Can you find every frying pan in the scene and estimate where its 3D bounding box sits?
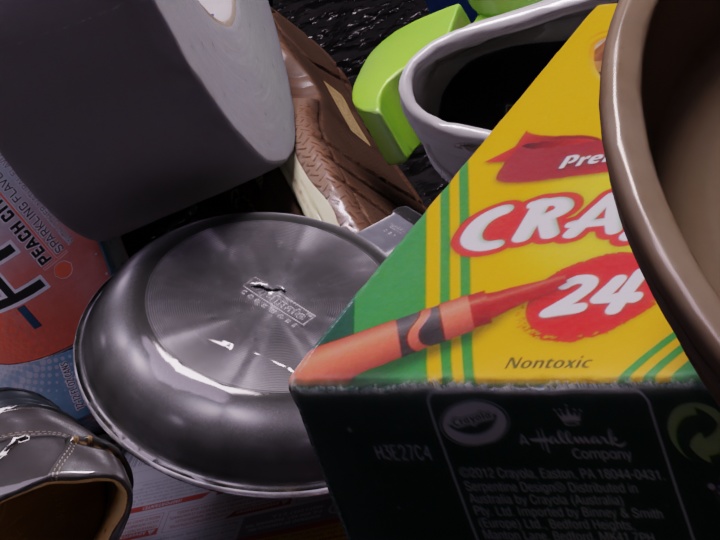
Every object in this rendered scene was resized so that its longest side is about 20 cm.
[{"bbox_3d":[0.006,0.011,0.782,0.189,0.031,0.115,-16,46,-22],"label":"frying pan"}]

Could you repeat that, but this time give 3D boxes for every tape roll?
[{"bbox_3d":[-0.090,-0.114,0.828,0.066,0.201,0.201,-22,26,9],"label":"tape roll"}]

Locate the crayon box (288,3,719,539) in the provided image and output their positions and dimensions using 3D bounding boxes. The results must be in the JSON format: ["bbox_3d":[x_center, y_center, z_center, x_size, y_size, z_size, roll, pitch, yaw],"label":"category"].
[{"bbox_3d":[0.086,-0.013,0.587,0.126,0.051,0.200,-3,31,34],"label":"crayon box"}]

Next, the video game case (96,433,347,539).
[{"bbox_3d":[-0.045,0.098,0.760,0.142,0.018,0.200,-14,27,20],"label":"video game case"}]

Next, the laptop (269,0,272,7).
[{"bbox_3d":[-0.137,-0.074,1.047,0.187,0.116,0.200,-36,29,-25],"label":"laptop"}]

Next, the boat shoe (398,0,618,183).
[{"bbox_3d":[0.108,-0.052,0.765,0.199,0.074,0.065,-10,-16,18],"label":"boat shoe"}]

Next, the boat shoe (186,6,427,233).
[{"bbox_3d":[-0.025,-0.020,0.924,0.075,0.075,0.203,-46,26,12],"label":"boat shoe"}]

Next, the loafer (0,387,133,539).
[{"bbox_3d":[-0.143,0.112,0.727,0.200,0.073,0.072,-49,23,-16],"label":"loafer"}]

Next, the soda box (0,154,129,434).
[{"bbox_3d":[-0.126,-0.039,0.870,0.063,0.201,0.068,-22,-5,1],"label":"soda box"}]

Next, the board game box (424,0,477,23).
[{"bbox_3d":[0.138,-0.158,1.052,0.200,0.045,0.152,-36,29,-24],"label":"board game box"}]

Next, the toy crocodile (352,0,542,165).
[{"bbox_3d":[0.093,-0.073,0.840,0.199,0.068,0.062,-4,32,23],"label":"toy crocodile"}]

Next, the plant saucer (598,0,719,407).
[{"bbox_3d":[0.135,-0.001,0.492,0.199,0.030,0.201,12,44,-12],"label":"plant saucer"}]
